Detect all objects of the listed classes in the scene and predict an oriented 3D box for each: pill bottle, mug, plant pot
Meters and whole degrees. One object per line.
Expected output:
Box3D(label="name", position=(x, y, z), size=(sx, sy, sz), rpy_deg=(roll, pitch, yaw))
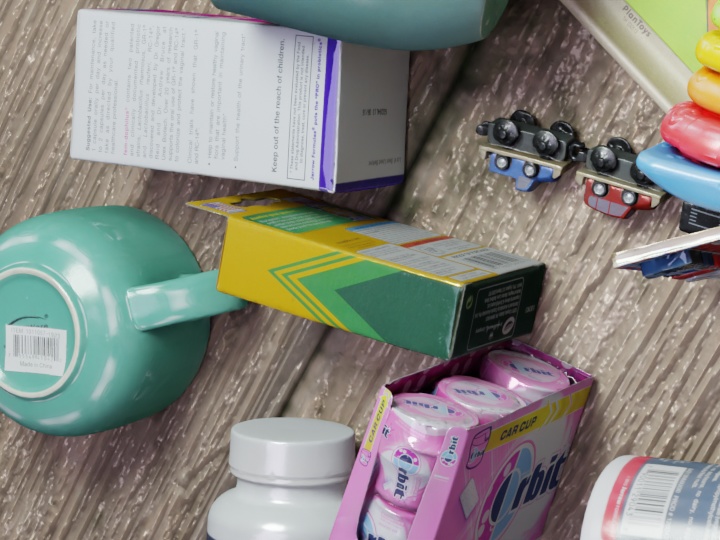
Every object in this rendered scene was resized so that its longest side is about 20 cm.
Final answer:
Box3D(label="pill bottle", position=(0.238, 0.177, 1.363), size=(0.198, 0.119, 0.121), rpy_deg=(4, 98, 27))
Box3D(label="mug", position=(-0.184, 0.025, 1.570), size=(0.152, 0.114, 0.185), rpy_deg=(49, 115, 15))
Box3D(label="pill bottle", position=(-0.046, 0.203, 1.520), size=(0.110, 0.111, 0.202), rpy_deg=(5, 98, 27))
Box3D(label="plant pot", position=(0.022, -0.221, 1.371), size=(0.160, 0.201, 0.202), rpy_deg=(22, 106, 8))

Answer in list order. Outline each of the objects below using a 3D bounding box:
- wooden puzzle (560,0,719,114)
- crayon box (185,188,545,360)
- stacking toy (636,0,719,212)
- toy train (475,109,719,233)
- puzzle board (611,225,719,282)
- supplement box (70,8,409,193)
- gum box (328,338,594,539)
Box3D(label="wooden puzzle", position=(0.210, -0.205, 1.382), size=(0.185, 0.037, 0.200), rpy_deg=(49, 114, 15))
Box3D(label="crayon box", position=(0.000, 0.000, 1.465), size=(0.199, 0.125, 0.052), rpy_deg=(17, 104, 26))
Box3D(label="stacking toy", position=(0.235, -0.137, 1.315), size=(0.115, 0.110, 0.202), rpy_deg=(15, 107, 23))
Box3D(label="toy train", position=(0.160, -0.055, 1.428), size=(0.199, 0.034, 0.046), rpy_deg=(18, 116, 24))
Box3D(label="puzzle board", position=(0.233, -0.018, 1.286), size=(0.150, 0.200, 0.018), rpy_deg=(-15, 84, 19))
Box3D(label="supplement box", position=(-0.078, -0.112, 1.507), size=(0.198, 0.101, 0.104), rpy_deg=(7, 99, 27))
Box3D(label="gum box", position=(0.060, 0.118, 1.403), size=(0.066, 0.200, 0.114), rpy_deg=(24, 108, 23))
